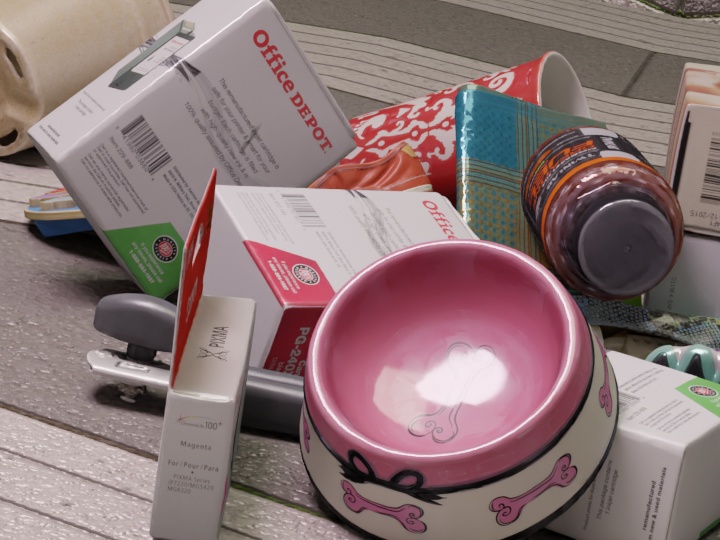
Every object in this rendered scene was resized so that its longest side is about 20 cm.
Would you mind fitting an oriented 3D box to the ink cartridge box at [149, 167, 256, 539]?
[{"bbox_3d":[-0.088,0.047,1.366,0.043,0.175,0.200,9,16,-1],"label":"ink cartridge box"}]

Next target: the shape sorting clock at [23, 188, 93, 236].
[{"bbox_3d":[-0.179,-0.065,1.879,0.198,0.040,0.200,-11,6,1],"label":"shape sorting clock"}]

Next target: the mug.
[{"bbox_3d":[0.084,-0.097,1.963,0.199,0.134,0.177,-12,13,25],"label":"mug"}]

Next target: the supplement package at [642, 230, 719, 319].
[{"bbox_3d":[0.288,0.006,1.844,0.109,0.115,0.200,10,16,6],"label":"supplement package"}]

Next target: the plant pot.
[{"bbox_3d":[-0.300,-0.196,2.113,0.199,0.202,0.183,17,29,25],"label":"plant pot"}]

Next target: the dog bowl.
[{"bbox_3d":[0.054,0.066,1.368,0.198,0.074,0.201,-6,50,8],"label":"dog bowl"}]

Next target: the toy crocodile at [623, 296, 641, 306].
[{"bbox_3d":[0.173,-0.003,1.919,0.067,0.062,0.200,-22,24,-25],"label":"toy crocodile"}]

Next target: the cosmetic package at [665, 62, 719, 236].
[{"bbox_3d":[0.291,-0.097,1.814,0.086,0.104,0.200,10,14,6],"label":"cosmetic package"}]

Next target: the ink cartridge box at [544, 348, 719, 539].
[{"bbox_3d":[0.135,0.104,1.463,0.199,0.085,0.146,17,18,26],"label":"ink cartridge box"}]

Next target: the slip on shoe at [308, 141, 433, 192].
[{"bbox_3d":[-0.040,-0.060,1.897,0.198,0.062,0.074,-15,-3,1],"label":"slip on shoe"}]

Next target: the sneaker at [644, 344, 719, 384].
[{"bbox_3d":[0.300,0.095,1.632,0.199,0.078,0.140,22,16,8],"label":"sneaker"}]

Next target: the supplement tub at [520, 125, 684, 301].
[{"bbox_3d":[0.182,-0.041,1.702,0.106,0.108,0.200,8,13,-6],"label":"supplement tub"}]

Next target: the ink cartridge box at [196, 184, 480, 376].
[{"bbox_3d":[-0.007,0.013,1.642,0.199,0.084,0.146,1,36,-31],"label":"ink cartridge box"}]

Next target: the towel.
[{"bbox_3d":[0.138,-0.045,1.821,0.146,0.202,0.022,15,-30,-24],"label":"towel"}]

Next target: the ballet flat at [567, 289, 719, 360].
[{"bbox_3d":[0.194,0.059,1.705,0.198,0.075,0.074,6,16,-6],"label":"ballet flat"}]

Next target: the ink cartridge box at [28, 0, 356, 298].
[{"bbox_3d":[-0.125,-0.099,1.722,0.199,0.146,0.084,-37,28,-8],"label":"ink cartridge box"}]

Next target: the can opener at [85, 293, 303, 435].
[{"bbox_3d":[-0.087,0.069,1.505,0.198,0.067,0.053,16,15,4],"label":"can opener"}]
